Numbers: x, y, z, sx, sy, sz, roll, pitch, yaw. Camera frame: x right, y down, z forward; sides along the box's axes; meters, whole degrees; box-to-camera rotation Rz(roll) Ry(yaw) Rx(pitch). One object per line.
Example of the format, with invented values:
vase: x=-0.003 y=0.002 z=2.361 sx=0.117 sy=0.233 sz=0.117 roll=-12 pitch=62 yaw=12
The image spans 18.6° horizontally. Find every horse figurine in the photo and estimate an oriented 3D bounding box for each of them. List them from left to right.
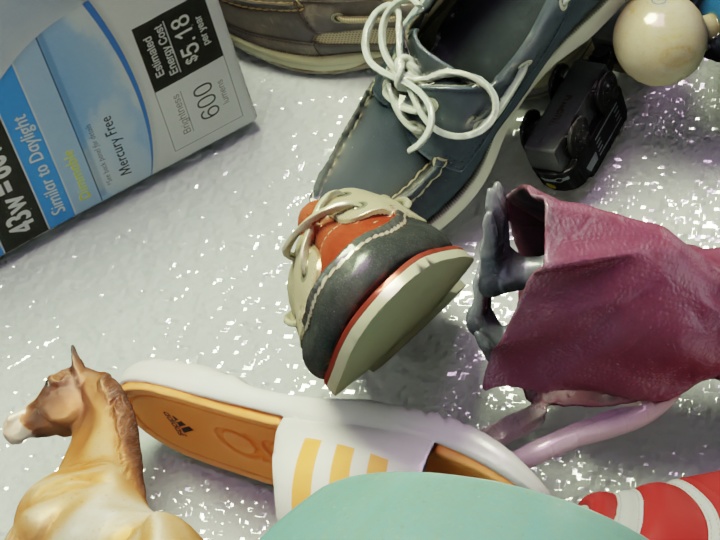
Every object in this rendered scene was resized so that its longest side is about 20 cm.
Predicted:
horse figurine: x=-0.102 y=0.117 z=0.801 sx=0.132 sy=0.050 sz=0.200 roll=-42 pitch=34 yaw=-12

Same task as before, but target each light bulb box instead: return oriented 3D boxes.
light bulb box: x=-0.178 y=-0.120 z=0.963 sx=0.200 sy=0.199 sz=0.125 roll=-30 pitch=48 yaw=-11

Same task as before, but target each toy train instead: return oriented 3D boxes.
toy train: x=0.127 y=-0.113 z=0.982 sx=0.034 sy=0.046 sz=0.200 roll=13 pitch=57 yaw=33

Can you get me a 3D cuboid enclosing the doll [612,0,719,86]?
doll: x=0.198 y=-0.116 z=0.941 sx=0.199 sy=0.049 sz=0.136 roll=-17 pitch=31 yaw=-16

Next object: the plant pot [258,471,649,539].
plant pot: x=0.023 y=0.156 z=0.649 sx=0.200 sy=0.201 sz=0.161 roll=5 pitch=62 yaw=18

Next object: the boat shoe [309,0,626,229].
boat shoe: x=0.042 y=-0.085 z=0.918 sx=0.200 sy=0.062 sz=0.075 roll=-45 pitch=60 yaw=14

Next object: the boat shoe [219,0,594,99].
boat shoe: x=0.012 y=-0.136 z=1.011 sx=0.199 sy=0.073 sz=0.075 roll=9 pitch=52 yaw=21

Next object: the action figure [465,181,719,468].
action figure: x=0.139 y=0.020 z=0.798 sx=0.199 sy=0.150 sz=0.134 roll=7 pitch=10 yaw=2

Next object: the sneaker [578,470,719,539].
sneaker: x=0.127 y=0.144 z=0.727 sx=0.112 sy=0.071 sz=0.200 roll=-5 pitch=39 yaw=-9

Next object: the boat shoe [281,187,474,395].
boat shoe: x=0.000 y=0.000 z=0.821 sx=0.071 sy=0.200 sz=0.063 roll=-42 pitch=87 yaw=4

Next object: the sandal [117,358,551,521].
sandal: x=-0.017 y=0.087 z=0.829 sx=0.206 sy=0.079 sz=0.059 roll=9 pitch=59 yaw=36
